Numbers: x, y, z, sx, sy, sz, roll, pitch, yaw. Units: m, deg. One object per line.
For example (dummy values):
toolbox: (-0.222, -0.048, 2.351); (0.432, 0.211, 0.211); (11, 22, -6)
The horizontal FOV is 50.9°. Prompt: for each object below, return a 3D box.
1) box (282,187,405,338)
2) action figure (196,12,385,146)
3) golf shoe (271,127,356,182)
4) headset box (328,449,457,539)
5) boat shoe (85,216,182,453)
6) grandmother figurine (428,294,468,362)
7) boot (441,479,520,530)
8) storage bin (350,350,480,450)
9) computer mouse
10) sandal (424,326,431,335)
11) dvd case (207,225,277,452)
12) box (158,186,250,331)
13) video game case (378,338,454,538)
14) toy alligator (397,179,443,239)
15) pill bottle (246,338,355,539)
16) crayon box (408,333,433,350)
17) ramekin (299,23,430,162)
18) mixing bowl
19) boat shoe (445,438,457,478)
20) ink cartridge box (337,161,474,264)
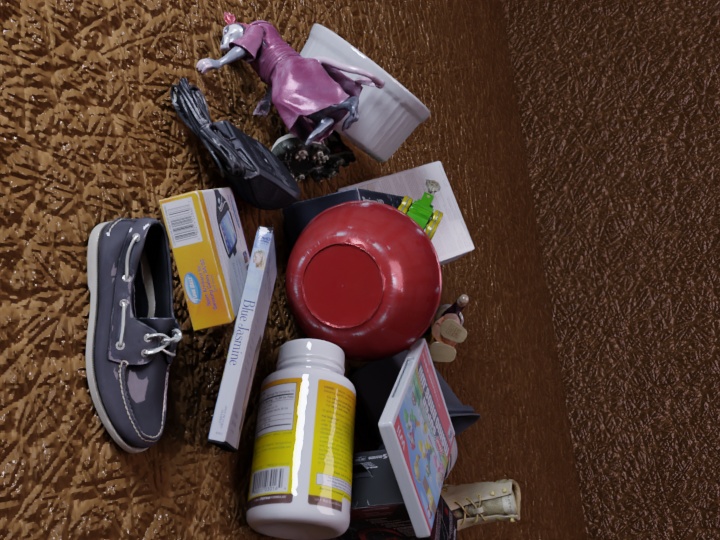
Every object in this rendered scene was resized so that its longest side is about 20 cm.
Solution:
box: (0.000, 0.000, 1.050); (0.196, 0.117, 0.202); (-5, 84, -68)
action figure: (-0.093, -0.245, 0.897); (0.200, 0.149, 0.134); (48, 10, 9)
golf shoe: (-0.079, -0.169, 1.018); (0.088, 0.077, 0.200); (60, 18, 4)
headset box: (0.017, 0.292, 0.911); (0.075, 0.148, 0.201); (-81, 150, -44)
boat shoe: (-0.186, 0.051, 0.642); (0.073, 0.062, 0.202); (10, 70, -65)
grandmother figurine: (0.146, 0.093, 1.269); (0.060, 0.122, 0.200); (36, 8, 0)
boot: (0.178, 0.395, 1.242); (0.200, 0.154, 0.073); (0, 80, -67)
storage bin: (0.067, 0.199, 1.122); (0.135, 0.145, 0.200); (57, 15, 23)
computer mouse: (-0.136, -0.118, 0.843); (0.139, 0.053, 0.200); (55, 10, 24)
sandal: (0.112, 0.010, 1.270); (0.075, 0.048, 0.202); (36, 47, -60)
dvd case: (-0.110, 0.073, 0.738); (0.143, 0.017, 0.202); (104, -3, -73)
box: (-0.143, -0.020, 0.751); (0.200, 0.041, 0.120); (-106, -178, -83)
video game case: (0.070, 0.185, 0.877); (0.200, 0.017, 0.144); (-55, 129, -64)
toy alligator: (0.080, -0.072, 1.063); (0.200, 0.059, 0.055); (-60, 175, -62)
pill bottle: (-0.061, 0.181, 0.826); (0.109, 0.108, 0.201); (49, 37, -51)
crayon box: (0.072, 0.069, 1.276); (0.127, 0.050, 0.202); (-32, 110, -67)
ramekin: (-0.010, -0.238, 1.046); (0.200, 0.098, 0.201); (37, 8, -6)
mixing bowl: (-0.009, 0.016, 0.889); (0.108, 0.199, 0.202); (-11, 90, -77)
boat shoe: (0.128, 0.270, 1.286); (0.067, 0.073, 0.201); (-68, 142, -57)
ink cartridge box: (0.070, -0.075, 1.220); (0.163, 0.199, 0.050); (69, -23, 6)
